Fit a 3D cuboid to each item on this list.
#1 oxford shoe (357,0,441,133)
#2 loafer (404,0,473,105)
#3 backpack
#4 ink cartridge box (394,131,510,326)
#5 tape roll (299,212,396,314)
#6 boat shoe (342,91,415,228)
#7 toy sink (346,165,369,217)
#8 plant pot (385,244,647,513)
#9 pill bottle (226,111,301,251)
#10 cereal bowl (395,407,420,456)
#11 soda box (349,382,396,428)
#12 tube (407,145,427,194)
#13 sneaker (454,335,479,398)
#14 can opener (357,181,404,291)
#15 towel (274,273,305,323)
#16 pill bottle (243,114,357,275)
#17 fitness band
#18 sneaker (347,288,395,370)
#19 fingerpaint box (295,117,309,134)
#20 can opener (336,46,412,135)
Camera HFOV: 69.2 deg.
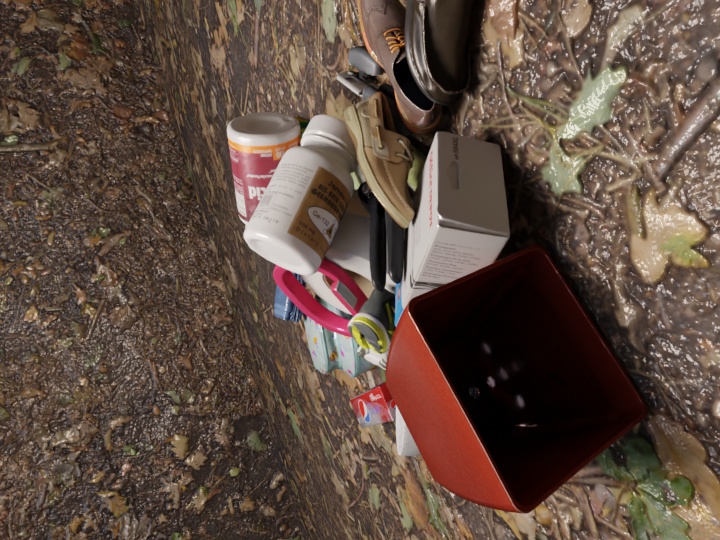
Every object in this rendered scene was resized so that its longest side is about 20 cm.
[{"bbox_3d":[0.052,-0.276,0.648,0.203,0.070,0.073,64,-178,2],"label":"oxford shoe"},{"bbox_3d":[0.090,-0.289,0.575,0.071,0.072,0.205,16,121,61],"label":"loafer"},{"bbox_3d":[-0.026,0.117,1.019,0.199,0.150,0.180,-3,98,62],"label":"backpack"},{"bbox_3d":[0.102,-0.038,0.635,0.202,0.082,0.149,107,171,-53],"label":"ink cartridge box"},{"bbox_3d":[0.000,0.000,0.835,0.198,0.072,0.204,19,151,11],"label":"tape roll"},{"bbox_3d":[0.033,-0.147,0.654,0.071,0.064,0.203,36,-150,-57],"label":"boat shoe"},{"bbox_3d":[-0.041,-0.126,0.909,0.114,0.128,0.200,65,156,16],"label":"toy sink"},{"bbox_3d":[0.136,0.125,0.567,0.203,0.197,0.177,61,149,16],"label":"plant pot"},{"bbox_3d":[-0.145,-0.136,0.836,0.114,0.112,0.204,44,144,47],"label":"pill bottle"},{"bbox_3d":[0.101,0.185,0.818,0.200,0.081,0.206,1,-90,-90],"label":"cereal bowl"},{"bbox_3d":[0.043,0.272,1.071,0.071,0.062,0.200,66,155,12],"label":"soda box"},{"bbox_3d":[0.059,-0.166,0.767,0.059,0.051,0.201,-56,41,16],"label":"tube"},{"bbox_3d":[0.160,0.144,0.737,0.086,0.076,0.205,180,81,-77],"label":"sneaker"},{"bbox_3d":[0.036,-0.062,0.690,0.063,0.078,0.203,-38,36,34],"label":"can opener"},{"bbox_3d":[-0.132,-0.002,1.043,0.111,0.047,0.205,-174,91,-67],"label":"towel"},{"bbox_3d":[-0.071,-0.107,0.731,0.112,0.203,0.115,22,164,7],"label":"pill bottle"},{"bbox_3d":[-0.057,0.042,0.844,0.141,0.038,0.201,5,145,39],"label":"fitness band"},{"bbox_3d":[0.039,0.097,0.803,0.073,0.086,0.201,25,159,19],"label":"sneaker"},{"bbox_3d":[-0.121,-0.205,1.100,0.166,0.072,0.204,36,137,53],"label":"fingerpaint box"},{"bbox_3d":[0.030,-0.265,0.751,0.200,0.052,0.068,49,146,41],"label":"can opener"}]
